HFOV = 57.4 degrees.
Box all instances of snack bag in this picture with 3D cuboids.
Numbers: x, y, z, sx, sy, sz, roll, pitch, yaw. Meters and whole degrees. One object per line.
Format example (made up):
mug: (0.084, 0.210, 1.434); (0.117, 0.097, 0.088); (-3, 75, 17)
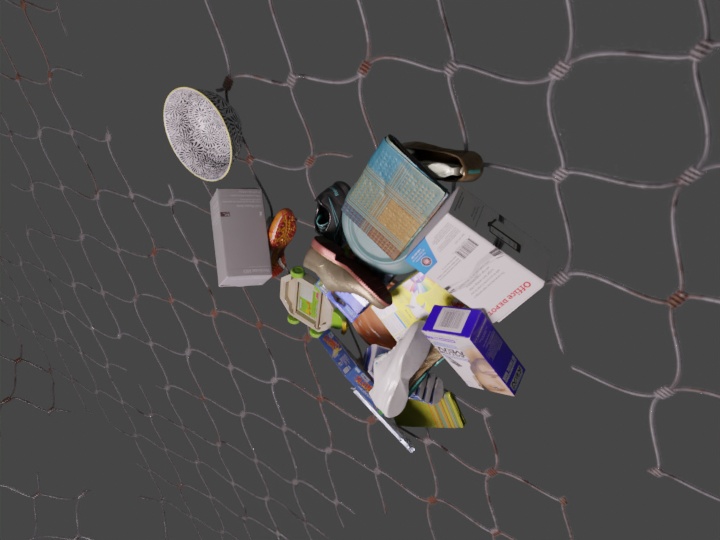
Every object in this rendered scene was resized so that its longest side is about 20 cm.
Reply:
snack bag: (0.050, 0.327, 1.478); (0.189, 0.021, 0.200); (46, 173, 8)

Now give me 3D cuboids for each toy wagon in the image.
toy wagon: (-0.102, 0.083, 1.513); (0.199, 0.040, 0.156); (28, 133, 22)

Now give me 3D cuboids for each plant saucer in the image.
plant saucer: (0.048, -0.086, 1.224); (0.198, 0.036, 0.202); (7, 106, 23)
plant saucer: (0.060, 0.093, 1.383); (0.199, 0.037, 0.202); (22, 131, 28)

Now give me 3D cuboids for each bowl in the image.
bowl: (-0.313, -0.300, 1.392); (0.199, 0.094, 0.202); (21, 129, 29)

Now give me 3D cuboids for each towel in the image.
towel: (0.055, -0.122, 1.145); (0.147, 0.022, 0.200); (45, 139, 8)
towel: (0.142, 0.312, 1.478); (0.199, 0.018, 0.087); (-13, 104, 45)

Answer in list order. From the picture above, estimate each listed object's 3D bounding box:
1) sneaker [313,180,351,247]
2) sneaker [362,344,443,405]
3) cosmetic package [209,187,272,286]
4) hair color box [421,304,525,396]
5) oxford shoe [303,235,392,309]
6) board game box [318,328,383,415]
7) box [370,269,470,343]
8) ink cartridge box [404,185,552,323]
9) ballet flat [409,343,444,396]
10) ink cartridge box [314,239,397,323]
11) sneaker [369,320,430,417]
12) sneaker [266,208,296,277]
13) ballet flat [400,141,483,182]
sneaker: (-0.061, -0.083, 1.332); (0.075, 0.079, 0.202); (29, 134, 35)
sneaker: (0.070, 0.232, 1.402); (0.199, 0.081, 0.115); (31, 156, -27)
cosmetic package: (-0.260, -0.070, 1.426); (0.090, 0.106, 0.202); (-38, 61, 60)
hair color box: (0.210, 0.148, 1.211); (0.109, 0.065, 0.200); (5, 147, 45)
oxford shoe: (-0.025, 0.019, 1.266); (0.200, 0.070, 0.075); (40, 111, 18)
board game box: (-0.013, 0.215, 1.417); (0.136, 0.034, 0.200); (50, 176, -26)
box: (0.128, 0.056, 1.260); (0.199, 0.048, 0.118); (-36, 94, 31)
ink cartridge box: (0.199, -0.023, 1.116); (0.199, 0.085, 0.146); (35, 138, -6)
ballet flat: (0.125, 0.178, 1.313); (0.065, 0.070, 0.200); (44, 96, 12)
ink cartridge box: (0.000, 0.000, 1.309); (0.119, 0.042, 0.200); (44, 112, 8)
sneaker: (0.066, 0.176, 1.268); (0.088, 0.075, 0.202); (34, 108, 43)
sneaker: (-0.199, -0.067, 1.472); (0.077, 0.073, 0.201); (46, 135, 20)
ballet flat: (0.112, -0.180, 1.125); (0.199, 0.072, 0.068); (15, 115, 33)
